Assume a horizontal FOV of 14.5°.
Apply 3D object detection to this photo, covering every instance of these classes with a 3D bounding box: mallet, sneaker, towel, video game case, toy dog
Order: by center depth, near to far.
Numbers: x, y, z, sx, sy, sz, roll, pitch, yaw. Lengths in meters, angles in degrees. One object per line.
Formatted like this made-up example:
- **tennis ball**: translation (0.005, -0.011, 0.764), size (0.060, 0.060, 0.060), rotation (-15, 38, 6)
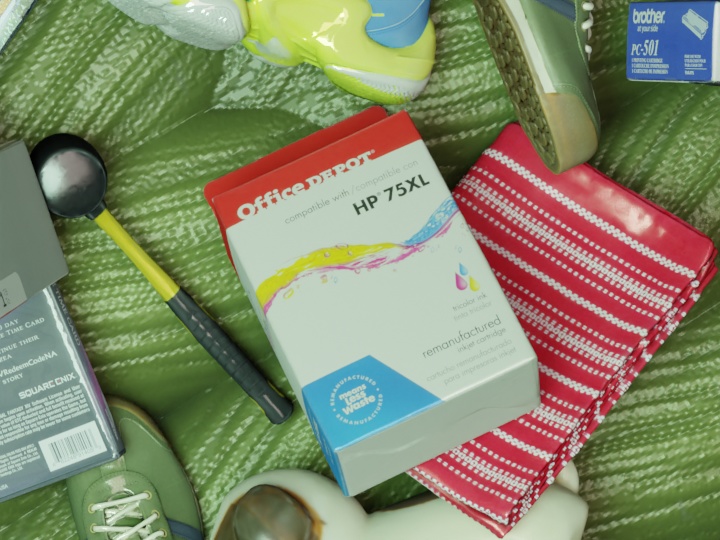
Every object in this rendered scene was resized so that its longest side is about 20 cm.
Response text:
- **video game case**: translation (-0.225, 0.029, 1.482), size (0.142, 0.019, 0.201), rotation (-21, 95, 14)
- **sneaker**: translation (-0.045, -0.163, 1.484), size (0.199, 0.076, 0.106), rotation (19, 83, -26)
- **toy dog**: translation (0.017, 0.163, 1.488), size (0.199, 0.140, 0.195), rotation (8, 93, -6)
- **towel**: translation (0.079, 0.026, 1.490), size (0.144, 0.023, 0.200), rotation (34, 71, 17)
- **sneaker**: translation (0.104, -0.160, 1.493), size (0.089, 0.067, 0.201), rotation (-23, 87, -10)
- **sneaker**: translation (-0.108, 0.166, 1.493), size (0.067, 0.090, 0.201), rotation (-16, 96, -5)
- **mallet**: translation (-0.108, 0.004, 1.514), size (0.041, 0.066, 0.200), rotation (-42, 113, -1)

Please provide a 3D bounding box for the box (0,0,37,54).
- **box**: translation (-0.257, -0.191, 1.475), size (0.200, 0.038, 0.137), rotation (35, 89, -8)

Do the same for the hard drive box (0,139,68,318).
- **hard drive box**: translation (-0.266, 0.008, 1.398), size (0.199, 0.156, 0.077), rotation (-17, 97, 14)

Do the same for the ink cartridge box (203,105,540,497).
- **ink cartridge box**: translation (0.000, 0.000, 1.461), size (0.116, 0.067, 0.201), rotation (-25, 65, -5)

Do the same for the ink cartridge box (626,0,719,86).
- **ink cartridge box**: translation (0.250, -0.118, 1.492), size (0.199, 0.094, 0.044), rotation (0, 95, -24)
